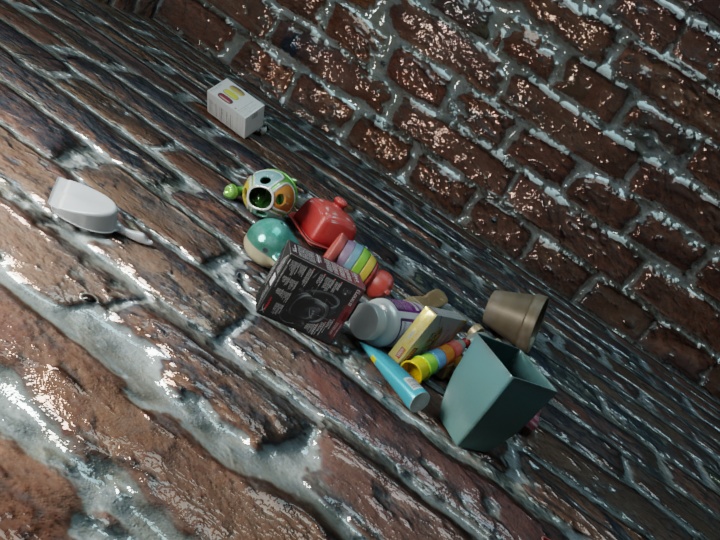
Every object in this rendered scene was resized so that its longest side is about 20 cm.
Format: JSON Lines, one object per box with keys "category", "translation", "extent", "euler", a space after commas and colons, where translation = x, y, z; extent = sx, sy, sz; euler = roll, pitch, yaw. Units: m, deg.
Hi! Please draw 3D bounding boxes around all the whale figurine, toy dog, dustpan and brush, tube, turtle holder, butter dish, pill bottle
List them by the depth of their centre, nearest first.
{"category": "dustpan and brush", "translation": [-0.489, -0.100, 1.232], "extent": [0.199, 0.057, 0.140], "euler": [17, 24, -24]}
{"category": "tube", "translation": [0.071, 0.218, 1.368], "extent": [0.077, 0.050, 0.200], "euler": [38, 5, -43]}
{"category": "pill bottle", "translation": [0.066, 0.122, 1.499], "extent": [0.199, 0.113, 0.112], "euler": [11, 28, -52]}
{"category": "whale figurine", "translation": [-0.179, -0.051, 1.546], "extent": [0.199, 0.104, 0.159], "euler": [30, 17, -11]}
{"category": "toy dog", "translation": [0.287, 0.213, 1.731], "extent": [0.199, 0.097, 0.132], "euler": [6, 31, -27]}
{"category": "turtle holder", "translation": [-0.270, -0.218, 1.776], "extent": [0.185, 0.141, 0.132], "euler": [35, 18, 2]}
{"category": "butter dish", "translation": [-0.089, -0.149, 1.900], "extent": [0.199, 0.148, 0.200], "euler": [18, 23, -38]}

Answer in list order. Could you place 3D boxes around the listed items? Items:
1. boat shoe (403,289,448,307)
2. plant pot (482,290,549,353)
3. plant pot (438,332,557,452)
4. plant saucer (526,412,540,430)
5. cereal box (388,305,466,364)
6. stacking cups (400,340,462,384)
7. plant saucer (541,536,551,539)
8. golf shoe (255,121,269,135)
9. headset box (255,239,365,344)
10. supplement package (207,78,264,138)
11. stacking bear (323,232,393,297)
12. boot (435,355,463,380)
{"category": "boat shoe", "translation": [0.169, 0.108, 1.806], "extent": [0.199, 0.065, 0.072], "euler": [-21, 62, -46]}
{"category": "plant pot", "translation": [0.506, 0.149, 2.128], "extent": [0.173, 0.201, 0.200], "euler": [22, 12, 22]}
{"category": "plant pot", "translation": [0.263, 0.264, 1.317], "extent": [0.141, 0.201, 0.142], "euler": [21, 20, -33]}
{"category": "plant saucer", "translation": [0.374, 0.298, 1.582], "extent": [0.201, 0.051, 0.201], "euler": [48, 7, -8]}
{"category": "cereal box", "translation": [0.159, 0.155, 1.492], "extent": [0.040, 0.144, 0.200], "euler": [43, 14, 27]}
{"category": "stacking cups", "translation": [0.167, 0.200, 1.466], "extent": [0.060, 0.061, 0.200], "euler": [40, 35, 22]}
{"category": "plant saucer", "translation": [0.383, 0.550, 1.033], "extent": [0.199, 0.037, 0.200], "euler": [31, 17, -8]}
{"category": "golf shoe", "translation": [-0.429, -0.600, 2.639], "extent": [0.094, 0.078, 0.200], "euler": [34, 18, 2]}
{"category": "headset box", "translation": [-0.097, 0.051, 1.341], "extent": [0.199, 0.149, 0.077], "euler": [25, 19, -21]}
{"category": "supplement package", "translation": [-0.483, -0.626, 2.486], "extent": [0.200, 0.110, 0.114], "euler": [37, 57, 12]}
{"category": "stacking bear", "translation": [0.000, 0.000, 1.734], "extent": [0.199, 0.114, 0.122], "euler": [35, 17, -8]}
{"category": "boot", "translation": [0.274, 0.265, 1.548], "extent": [0.201, 0.071, 0.144], "euler": [35, 19, 24]}
